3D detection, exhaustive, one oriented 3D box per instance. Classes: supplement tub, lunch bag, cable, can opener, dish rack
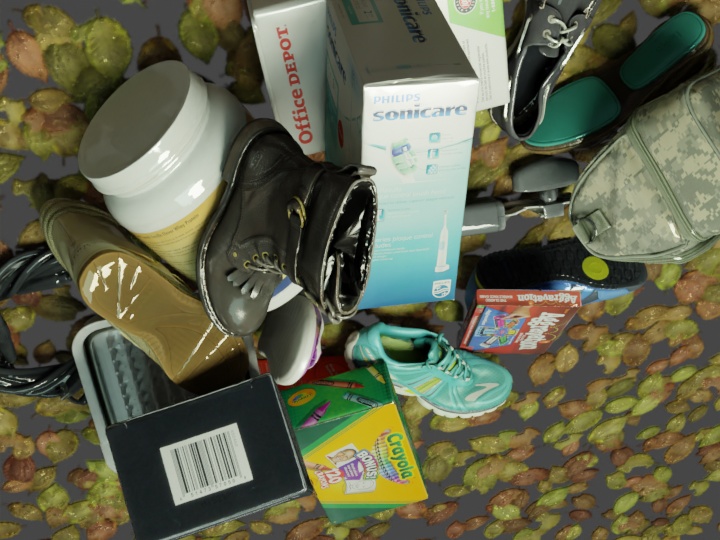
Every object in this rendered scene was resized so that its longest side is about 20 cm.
[{"bbox_3d":[-0.130,-0.069,0.906,0.144,0.145,0.200,-32,132,15],"label":"supplement tub"},{"bbox_3d":[0.297,-0.092,0.961,0.167,0.140,0.200,-29,180,44],"label":"lunch bag"},{"bbox_3d":[-0.299,0.044,1.036,0.163,0.051,0.200,28,115,-24],"label":"cable"},{"bbox_3d":[0.123,-0.072,1.048,0.199,0.053,0.067,-8,101,-7],"label":"can opener"},{"bbox_3d":[-0.187,0.108,1.050,0.170,0.044,0.201,-12,125,-8],"label":"dish rack"}]

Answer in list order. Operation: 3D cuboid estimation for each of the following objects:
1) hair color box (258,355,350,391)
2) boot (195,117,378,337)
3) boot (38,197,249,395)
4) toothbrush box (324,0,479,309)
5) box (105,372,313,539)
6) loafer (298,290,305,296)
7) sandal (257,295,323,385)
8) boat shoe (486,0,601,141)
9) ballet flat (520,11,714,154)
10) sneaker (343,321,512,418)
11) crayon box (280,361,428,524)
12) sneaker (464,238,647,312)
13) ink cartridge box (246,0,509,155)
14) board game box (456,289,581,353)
[{"bbox_3d":[-0.072,0.153,1.182,0.199,0.061,0.102,-3,131,-13],"label":"hair color box"},{"bbox_3d":[-0.054,-0.008,0.779,0.069,0.174,0.201,-3,117,-31],"label":"boot"},{"bbox_3d":[-0.193,0.022,0.933,0.073,0.155,0.200,-50,130,-3],"label":"boot"},{"bbox_3d":[0.024,-0.094,0.804,0.085,0.147,0.201,-5,131,-10],"label":"toothbrush box"},{"bbox_3d":[-0.129,0.176,0.958,0.148,0.108,0.200,-18,168,-6],"label":"box"},{"bbox_3d":[0.000,0.000,1.029,0.199,0.069,0.070,2,161,20],"label":"loafer"},{"bbox_3d":[-0.059,0.065,1.027,0.050,0.203,0.083,19,93,-15],"label":"sandal"},{"bbox_3d":[0.172,-0.203,0.920,0.072,0.063,0.201,9,128,-22],"label":"boat shoe"},{"bbox_3d":[0.245,-0.164,0.987,0.200,0.068,0.072,-37,150,14],"label":"ballet flat"},{"bbox_3d":[0.080,0.106,1.141,0.199,0.078,0.080,16,150,-18],"label":"sneaker"},{"bbox_3d":[-0.003,0.193,1.151,0.118,0.058,0.201,-16,136,3],"label":"crayon box"},{"bbox_3d":[0.208,0.015,1.136,0.199,0.066,0.079,-6,146,-11],"label":"sneaker"},{"bbox_3d":[0.014,-0.193,0.872,0.199,0.084,0.146,-14,133,-2],"label":"ink cartridge box"},{"bbox_3d":[0.162,0.057,1.108,0.102,0.020,0.200,-1,162,-1],"label":"board game box"}]
